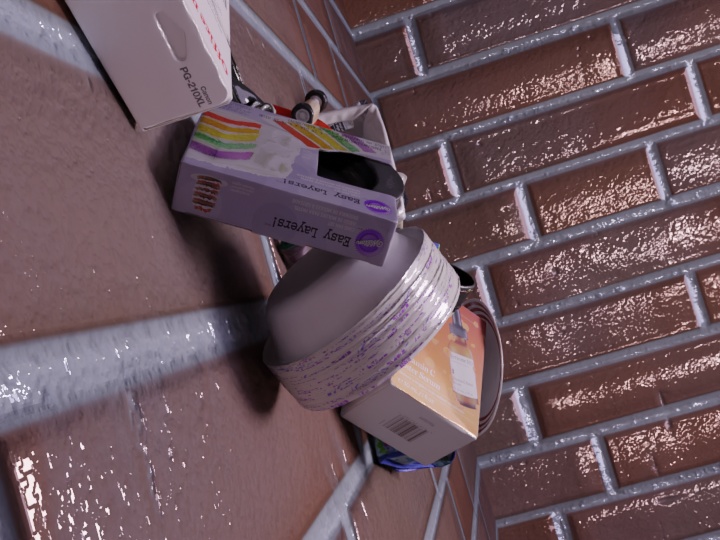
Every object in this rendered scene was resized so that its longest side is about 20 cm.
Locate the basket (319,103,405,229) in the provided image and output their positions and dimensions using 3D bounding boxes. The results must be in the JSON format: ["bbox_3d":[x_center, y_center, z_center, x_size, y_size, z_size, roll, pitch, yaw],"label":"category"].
[{"bbox_3d":[-0.017,-0.126,1.395,0.124,0.135,0.201,84,-6,-63],"label":"basket"}]

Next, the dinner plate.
[{"bbox_3d":[0.170,0.142,1.367,0.200,0.024,0.202,-177,-90,-74],"label":"dinner plate"}]

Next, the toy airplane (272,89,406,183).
[{"bbox_3d":[-0.039,-0.124,1.240,0.199,0.141,0.200,11,43,-44],"label":"toy airplane"}]

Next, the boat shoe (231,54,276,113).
[{"bbox_3d":[-0.117,-0.166,1.050,0.072,0.067,0.201,-88,158,-62],"label":"boat shoe"}]

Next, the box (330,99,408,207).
[{"bbox_3d":[-0.008,-0.181,1.623,0.132,0.114,0.201,-64,130,-77],"label":"box"}]

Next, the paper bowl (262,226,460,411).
[{"bbox_3d":[-0.011,0.031,0.902,0.105,0.200,0.201,51,15,-17],"label":"paper bowl"}]

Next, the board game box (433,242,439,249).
[{"bbox_3d":[0.062,0.040,1.473,0.200,0.044,0.135,137,-33,-71],"label":"board game box"}]

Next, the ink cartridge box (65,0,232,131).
[{"bbox_3d":[-0.168,-0.235,0.760,0.201,0.084,0.145,-100,170,-46],"label":"ink cartridge box"}]

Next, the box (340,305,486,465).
[{"bbox_3d":[0.076,0.130,1.257,0.152,0.106,0.201,33,43,-22],"label":"box"}]

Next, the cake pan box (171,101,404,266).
[{"bbox_3d":[-0.060,-0.085,0.854,0.185,0.199,0.053,-87,-165,-61],"label":"cake pan box"}]

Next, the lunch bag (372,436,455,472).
[{"bbox_3d":[0.081,0.211,1.433,0.200,0.127,0.171,33,39,-63],"label":"lunch bag"}]

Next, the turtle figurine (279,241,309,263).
[{"bbox_3d":[-0.023,0.035,1.167,0.200,0.101,0.150,42,9,-43],"label":"turtle figurine"}]

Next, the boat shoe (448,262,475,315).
[{"bbox_3d":[0.061,-0.007,1.199,0.201,0.063,0.074,27,25,-29],"label":"boat shoe"}]
